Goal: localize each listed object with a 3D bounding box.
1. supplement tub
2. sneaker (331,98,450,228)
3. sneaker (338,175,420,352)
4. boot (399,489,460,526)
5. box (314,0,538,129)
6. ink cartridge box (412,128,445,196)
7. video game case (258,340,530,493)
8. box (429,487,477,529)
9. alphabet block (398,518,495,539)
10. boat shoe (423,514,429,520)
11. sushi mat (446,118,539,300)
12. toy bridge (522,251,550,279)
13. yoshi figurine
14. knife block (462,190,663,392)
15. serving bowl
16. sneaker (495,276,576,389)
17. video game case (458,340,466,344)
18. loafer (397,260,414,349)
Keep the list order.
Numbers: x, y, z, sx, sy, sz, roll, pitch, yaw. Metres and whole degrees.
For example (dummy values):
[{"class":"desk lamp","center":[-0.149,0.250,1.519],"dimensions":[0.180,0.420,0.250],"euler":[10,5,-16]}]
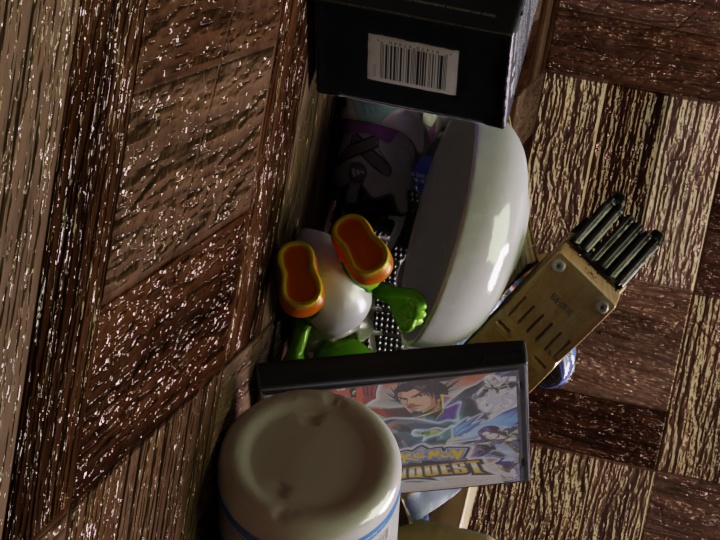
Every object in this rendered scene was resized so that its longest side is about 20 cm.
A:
[{"class":"supplement tub","center":[-0.038,0.194,1.525],"dimensions":[0.200,0.131,0.132],"euler":[94,11,-49]},{"class":"sneaker","center":[0.017,-0.087,1.731],"dimensions":[0.200,0.077,0.141],"euler":[-6,110,-72]},{"class":"sneaker","center":[0.000,0.000,1.789],"dimensions":[0.080,0.073,0.201],"euler":[155,-53,-64]},{"class":"boot","center":[0.058,0.141,1.775],"dimensions":[0.200,0.074,0.097],"euler":[-27,103,-53]},{"class":"box","center":[0.059,-0.221,1.535],"dimensions":[0.105,0.147,0.201],"euler":[91,14,-54]},{"class":"ink cartridge box","center":[0.066,-0.108,1.917],"dimensions":[0.200,0.099,0.039],"euler":[-65,164,-63]},{"class":"video game case","center":[0.030,0.119,1.608],"dimensions":[0.181,0.199,0.026],"euler":[82,3,-55]},{"class":"box","center":[0.022,0.254,1.950],"dimensions":[0.021,0.163,0.201],"euler":[42,56,-49]},{"class":"alphabet block","center":[-0.007,0.325,1.706],"dimensions":[0.200,0.196,0.196],"euler":[-64,162,-58]},{"class":"boat shoe","center":[-0.015,0.169,1.773],"dimensions":[0.200,0.072,0.072],"euler":[62,29,-27]},{"class":"sushi mat","center":[0.107,-0.074,1.752],"dimensions":[0.096,0.012,0.201],"euler":[128,-41,-54]},{"class":"toy bridge","center":[0.086,-0.041,1.893],"dimensions":[0.067,0.200,0.027],"euler":[-13,129,-46]},{"class":"yoshi figurine","center":[-0.014,0.046,1.596],"dimensions":[0.200,0.112,0.112],"euler":[88,24,-66]},{"class":"knife block","center":[0.158,0.027,1.707],"dimensions":[0.200,0.064,0.176],"euler":[-46,178,12]},{"class":"serving bowl","center":[0.089,-0.030,1.662],"dimensions":[0.200,0.066,0.201],"euler":[-166,-90,-80]},{"class":"sneaker","center":[0.111,0.033,1.818],"dimensions":[0.075,0.200,0.079],"euler":[-31,-161,37]},{"class":"video game case","center":[0.061,0.063,1.947],"dimensions":[0.023,0.182,0.200],"euler":[-39,-175,18]},{"class":"loafer","center":[0.057,0.015,1.870],"dimensions":[0.070,0.070,0.200],"euler":[-50,-158,22]}]
